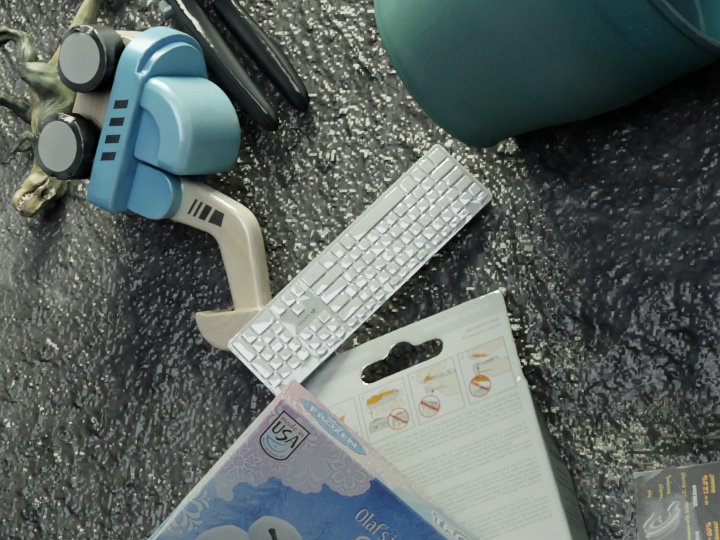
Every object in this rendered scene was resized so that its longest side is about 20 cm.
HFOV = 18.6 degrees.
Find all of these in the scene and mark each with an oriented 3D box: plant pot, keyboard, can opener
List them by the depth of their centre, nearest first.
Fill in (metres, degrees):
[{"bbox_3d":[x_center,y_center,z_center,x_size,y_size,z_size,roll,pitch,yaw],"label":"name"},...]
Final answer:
[{"bbox_3d":[0.120,-0.179,1.422,0.188,0.200,0.200,-33,62,28],"label":"plant pot"},{"bbox_3d":[0.000,0.000,1.482,0.200,0.011,0.056,-44,77,-7],"label":"keyboard"},{"bbox_3d":[-0.106,-0.182,1.589,0.063,0.079,0.200,-31,72,3],"label":"can opener"}]

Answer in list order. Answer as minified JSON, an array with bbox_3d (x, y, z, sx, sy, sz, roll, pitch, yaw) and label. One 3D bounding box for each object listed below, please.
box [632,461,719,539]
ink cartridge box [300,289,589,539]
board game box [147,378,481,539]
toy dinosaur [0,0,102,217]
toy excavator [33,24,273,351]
[{"bbox_3d":[0.249,0.210,1.306,0.157,0.050,0.201,-11,69,21],"label":"box"},{"bbox_3d":[0.051,0.133,1.429,0.160,0.047,0.200,-23,60,17],"label":"ink cartridge box"},{"bbox_3d":[-0.032,0.205,1.356,0.200,0.043,0.199,40,106,-4],"label":"board game box"},{"bbox_3d":[-0.241,-0.138,1.640,0.088,0.047,0.201,13,84,13],"label":"toy dinosaur"},{"bbox_3d":[-0.123,-0.062,1.528,0.200,0.100,0.195,22,105,30],"label":"toy excavator"}]
